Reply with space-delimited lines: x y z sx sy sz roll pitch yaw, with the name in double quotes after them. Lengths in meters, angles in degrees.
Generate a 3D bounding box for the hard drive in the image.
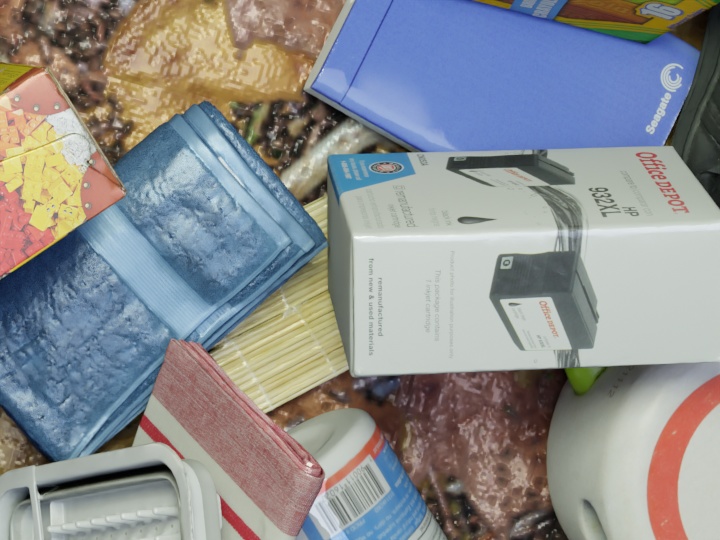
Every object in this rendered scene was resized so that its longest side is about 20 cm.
0.083 -0.113 1.632 0.200 0.025 0.132 29 80 -15 "hard drive"

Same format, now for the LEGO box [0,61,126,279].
-0.215 -0.036 1.482 0.149 0.200 0.077 -34 102 -8 "LEGO box"

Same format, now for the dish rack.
-0.128 0.184 1.528 0.043 0.200 0.172 2 79 -38 "dish rack"

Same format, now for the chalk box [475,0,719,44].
0.100 -0.215 1.567 0.199 0.125 0.124 11 77 -17 "chalk box"

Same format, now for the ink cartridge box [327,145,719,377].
0.086 -0.008 1.554 0.199 0.145 0.084 -2 109 -6 "ink cartridge box"

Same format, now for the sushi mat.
0.000 0.000 1.635 0.200 0.012 0.096 -27 100 -11 "sushi mat"

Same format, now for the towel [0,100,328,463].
-0.126 0.008 1.576 0.200 0.049 0.112 -41 100 -1 "towel"

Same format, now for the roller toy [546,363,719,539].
0.210 0.112 1.633 0.199 0.140 0.183 7 94 -15 "roller toy"

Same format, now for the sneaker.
0.238 -0.101 1.618 0.060 0.104 0.201 -3 110 -37 "sneaker"

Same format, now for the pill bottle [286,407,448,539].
0.006 0.187 1.604 0.112 0.112 0.200 -32 102 -9 "pill bottle"

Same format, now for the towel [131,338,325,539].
-0.090 0.156 1.539 0.023 0.144 0.201 5 116 -38 "towel"
